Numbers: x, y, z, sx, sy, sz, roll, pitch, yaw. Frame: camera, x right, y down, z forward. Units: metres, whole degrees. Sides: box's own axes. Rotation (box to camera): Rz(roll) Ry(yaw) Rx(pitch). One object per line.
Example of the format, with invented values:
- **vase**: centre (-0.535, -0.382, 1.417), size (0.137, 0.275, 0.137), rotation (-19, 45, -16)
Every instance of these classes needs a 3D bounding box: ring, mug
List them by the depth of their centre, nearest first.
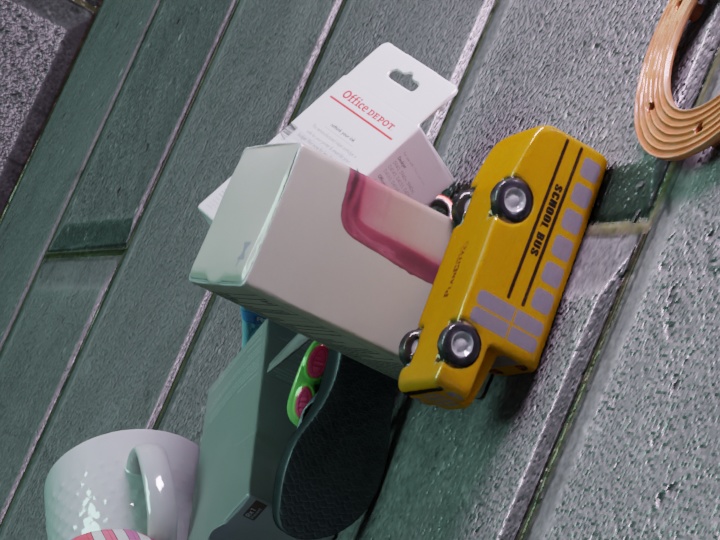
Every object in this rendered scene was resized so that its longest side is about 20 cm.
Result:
- **ring**: centre (0.242, -0.158, 1.410), size (0.201, 0.019, 0.201), rotation (-53, 20, 29)
- **mug**: centre (-0.176, 0.226, 1.781), size (0.201, 0.147, 0.176), rotation (106, 160, -44)

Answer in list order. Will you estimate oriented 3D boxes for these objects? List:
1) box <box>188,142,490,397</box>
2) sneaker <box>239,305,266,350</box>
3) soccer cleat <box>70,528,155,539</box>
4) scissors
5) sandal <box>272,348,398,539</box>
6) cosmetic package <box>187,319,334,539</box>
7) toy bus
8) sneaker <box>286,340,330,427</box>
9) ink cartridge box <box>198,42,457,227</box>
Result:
- **box**: centre (0.000, 0.000, 1.558), size (0.109, 0.199, 0.128), rotation (-67, 21, -8)
- **sneaker**: centre (-0.054, -0.007, 1.834), size (0.200, 0.079, 0.131), rotation (105, -179, -54)
- **soccer cleat**: centre (-0.160, 0.241, 1.645), size (0.199, 0.076, 0.067), rotation (16, 97, 31)
- **scissors**: centre (0.005, 0.012, 1.671), size (0.200, 0.073, 0.014), rotation (-58, -15, -28)
- **sandal**: centre (-0.012, 0.110, 1.638), size (0.043, 0.076, 0.201), rotation (-20, 46, 64)
- **cosmetic package**: centre (-0.073, 0.150, 1.741), size (0.107, 0.090, 0.201), rotation (-48, 27, 37)
- **toy bus**: centre (0.095, 0.001, 1.491), size (0.065, 0.078, 0.201), rotation (-14, 52, 62)
- **sneaker**: centre (-0.001, 0.047, 1.716), size (0.201, 0.077, 0.084), rotation (-62, 10, -28)
- **ink cartridge box**: centre (-0.012, -0.072, 1.684), size (0.200, 0.067, 0.116), rotation (-42, 40, -8)
